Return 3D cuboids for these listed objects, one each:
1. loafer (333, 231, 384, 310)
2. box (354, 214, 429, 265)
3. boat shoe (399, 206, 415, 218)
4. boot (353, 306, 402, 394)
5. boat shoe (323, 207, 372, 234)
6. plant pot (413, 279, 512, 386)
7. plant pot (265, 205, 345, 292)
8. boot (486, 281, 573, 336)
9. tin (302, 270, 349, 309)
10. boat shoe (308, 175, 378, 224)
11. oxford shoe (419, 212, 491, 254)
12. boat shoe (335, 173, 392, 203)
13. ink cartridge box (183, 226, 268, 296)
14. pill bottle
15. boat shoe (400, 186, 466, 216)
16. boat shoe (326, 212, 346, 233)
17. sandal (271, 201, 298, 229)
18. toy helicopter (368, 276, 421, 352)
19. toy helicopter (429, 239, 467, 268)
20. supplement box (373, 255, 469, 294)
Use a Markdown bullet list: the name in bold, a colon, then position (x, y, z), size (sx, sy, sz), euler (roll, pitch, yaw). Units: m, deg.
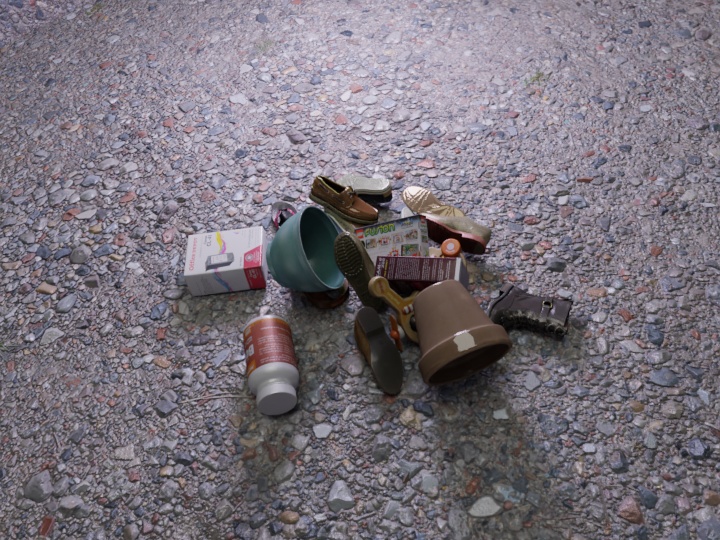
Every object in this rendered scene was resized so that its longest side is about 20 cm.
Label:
- **loafer**: position (0.000, 0.000, 1.590), size (0.075, 0.202, 0.067), euler (-22, 6, 22)
- **box**: position (0.073, -0.062, 1.607), size (0.198, 0.034, 0.112), euler (-9, 81, 39)
- **boat shoe**: position (0.112, -0.101, 1.703), size (0.062, 0.073, 0.201), euler (-41, 16, 25)
- **boot**: position (0.037, 0.186, 1.483), size (0.073, 0.076, 0.202), euler (-10, 64, -26)
- **boat shoe**: position (-0.022, -0.110, 1.754), size (0.073, 0.063, 0.199), euler (-17, 46, -44)
- **plant pot**: position (0.194, 0.120, 1.396), size (0.198, 0.201, 0.176), euler (-17, 65, -8)
- **plant pot**: position (-0.139, -0.034, 1.577), size (0.133, 0.201, 0.202), euler (-19, 43, 25)
- **boot**: position (0.378, 0.110, 1.495), size (0.172, 0.070, 0.201), euler (19, 52, 23)
- **tin**: position (-0.104, 0.017, 1.661), size (0.111, 0.042, 0.200), euler (-31, 52, -14)
- **boat shoe**: position (-0.039, -0.184, 1.733), size (0.198, 0.069, 0.072), euler (22, 28, 5)
- **oxford shoe**: position (0.232, -0.105, 1.669), size (0.198, 0.071, 0.075), euler (25, 57, 17)
- **boat shoe**: position (0.007, -0.222, 1.842), size (0.198, 0.063, 0.075), euler (11, 54, 37)
- **ink cartridge box**: position (-0.338, -0.024, 1.696), size (0.197, 0.086, 0.149), euler (-6, 48, 0)
- **pill bottle**: position (-0.194, 0.206, 1.455), size (0.111, 0.113, 0.202), euler (-13, 48, -4)
- **boat shoe**: position (0.193, -0.156, 1.756), size (0.199, 0.065, 0.072), euler (29, 74, 25)
- **boat shoe**: position (-0.086, -0.090, 1.725), size (0.061, 0.075, 0.200), euler (-13, 48, -47)
- **sandal**: position (-0.196, -0.125, 1.791), size (0.074, 0.045, 0.201), euler (-14, 49, -5)
- **toy helicopter**: position (0.089, 0.092, 1.491), size (0.133, 0.200, 0.079), euler (-54, 20, -13)
- **toy helicopter**: position (0.160, 0.005, 1.620), size (0.197, 0.079, 0.134), euler (-4, 61, 17)
- **supplement box**: position (0.141, 0.013, 1.520), size (0.197, 0.109, 0.062), euler (2, 71, 20)
